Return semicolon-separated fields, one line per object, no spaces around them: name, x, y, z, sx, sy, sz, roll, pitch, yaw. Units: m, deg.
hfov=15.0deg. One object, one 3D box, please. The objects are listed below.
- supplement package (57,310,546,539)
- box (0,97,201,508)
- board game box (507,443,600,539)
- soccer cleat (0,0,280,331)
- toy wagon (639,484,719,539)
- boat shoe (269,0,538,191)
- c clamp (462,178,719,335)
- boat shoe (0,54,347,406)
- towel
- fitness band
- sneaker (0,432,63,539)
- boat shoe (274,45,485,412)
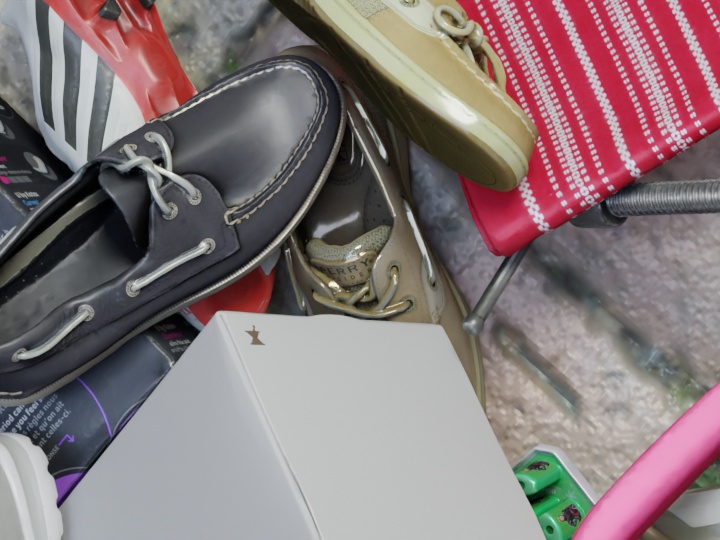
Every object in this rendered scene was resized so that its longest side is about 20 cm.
supplement package;-0.041;0.124;1.118;0.200;0.121;0.120;-51;51;35
box;-0.166;0.014;1.212;0.200;0.106;0.122;44;104;12
board game box;0.075;0.204;1.142;0.200;0.026;0.200;52;128;10
soccer cleat;-0.099;-0.056;1.206;0.085;0.069;0.200;-37;77;51
toy wagon;0.161;0.151;1.138;0.155;0.040;0.200;36;103;15
boat shoe;0.013;-0.110;1.122;0.063;0.073;0.201;-42;52;-4
c clamp;0.149;-0.047;1.082;0.200;0.027;0.171;-7;47;43
boat shoe;-0.086;-0.020;1.113;0.200;0.063;0.073;-39;77;-7
towel;0.114;-0.106;1.113;0.200;0.022;0.145;-32;49;18
fitness band;0.164;0.118;1.062;0.144;0.037;0.200;42;74;16
sneaker;-0.156;0.163;1.092;0.075;0.082;0.200;-38;60;42
boat shoe;0.000;0.000;1.174;0.072;0.065;0.200;-14;87;20
